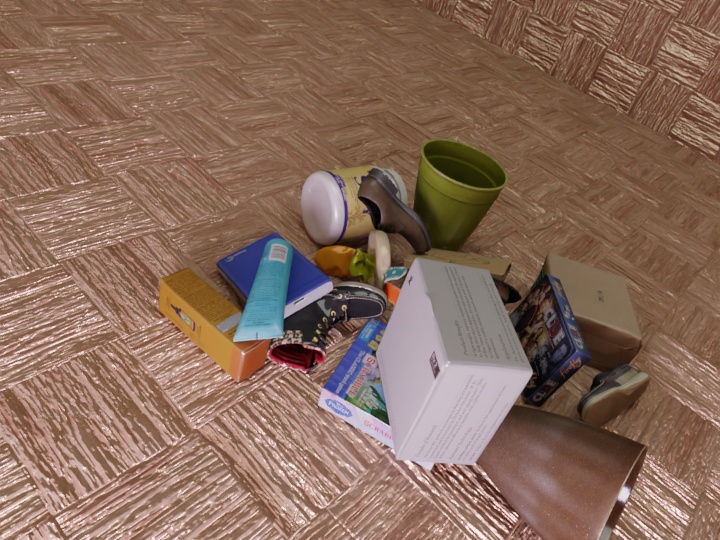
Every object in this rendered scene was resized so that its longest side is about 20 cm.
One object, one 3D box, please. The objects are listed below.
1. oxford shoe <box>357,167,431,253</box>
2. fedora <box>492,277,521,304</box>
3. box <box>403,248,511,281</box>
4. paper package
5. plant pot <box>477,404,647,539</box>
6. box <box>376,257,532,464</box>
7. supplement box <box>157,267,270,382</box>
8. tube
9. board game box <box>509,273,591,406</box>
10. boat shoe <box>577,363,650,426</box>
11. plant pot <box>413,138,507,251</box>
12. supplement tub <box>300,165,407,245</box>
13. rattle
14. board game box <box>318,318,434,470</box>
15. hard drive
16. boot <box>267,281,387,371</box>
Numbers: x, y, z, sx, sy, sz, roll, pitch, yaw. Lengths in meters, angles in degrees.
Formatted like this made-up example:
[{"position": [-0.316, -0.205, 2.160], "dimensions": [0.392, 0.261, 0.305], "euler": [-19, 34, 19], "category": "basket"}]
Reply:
[{"position": [0.063, -0.097, 1.174], "dimensions": [0.200, 0.072, 0.085], "euler": [45, 70, -18], "category": "oxford shoe"}, {"position": [0.199, 0.065, 1.104], "dimensions": [0.194, 0.201, 0.095], "euler": [15, 79, -5], "category": "fedora"}, {"position": [0.199, -0.014, 1.195], "dimensions": [0.193, 0.022, 0.163], "euler": [9, 14, 19], "category": "box"}, {"position": [0.450, 0.083, 1.207], "dimensions": [0.185, 0.106, 0.202], "euler": [19, 37, 0], "category": "paper package"}, {"position": [0.265, 0.278, 0.833], "dimensions": [0.197, 0.193, 0.184], "euler": [27, 35, 33], "category": "plant pot"}, {"position": [0.120, 0.129, 0.845], "dimensions": [0.126, 0.204, 0.202], "euler": [9, 38, -16], "category": "box"}, {"position": [-0.233, 0.080, 0.932], "dimensions": [0.197, 0.068, 0.068], "euler": [35, 39, 19], "category": "supplement box"}, {"position": [-0.144, 0.031, 0.935], "dimensions": [0.075, 0.051, 0.203], "euler": [-10, 39, 13], "category": "tube"}, {"position": [0.331, 0.121, 1.074], "dimensions": [0.034, 0.137, 0.203], "euler": [23, 34, -16], "category": "board game box"}, {"position": [0.445, 0.218, 1.067], "dimensions": [0.195, 0.074, 0.064], "euler": [-15, 35, -33], "category": "boat shoe"}, {"position": [0.197, -0.150, 1.309], "dimensions": [0.193, 0.197, 0.203], "euler": [12, 36, -9], "category": "plant pot"}, {"position": [-0.012, -0.140, 1.243], "dimensions": [0.195, 0.149, 0.146], "euler": [-13, 46, -35], "category": "supplement tub"}, {"position": [0.000, 0.000, 1.074], "dimensions": [0.139, 0.133, 0.202], "euler": [18, 25, -16], "category": "rattle"}, {"position": [0.060, 0.185, 0.952], "dimensions": [0.195, 0.042, 0.201], "euler": [27, 37, 9], "category": "board game box"}, {"position": [-0.152, 0.008, 1.026], "dimensions": [0.130, 0.026, 0.199], "euler": [-29, 41, -23], "category": "hard drive"}, {"position": [-0.055, 0.089, 0.978], "dimensions": [0.192, 0.075, 0.153], "euler": [4, 38, 5], "category": "boot"}]
